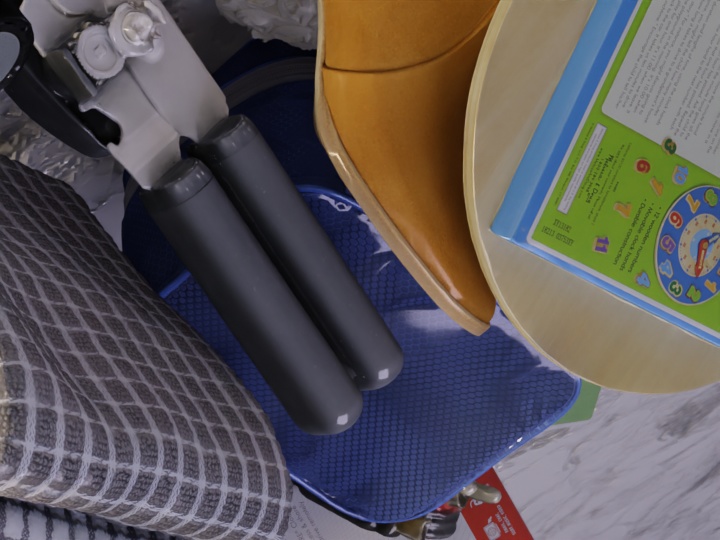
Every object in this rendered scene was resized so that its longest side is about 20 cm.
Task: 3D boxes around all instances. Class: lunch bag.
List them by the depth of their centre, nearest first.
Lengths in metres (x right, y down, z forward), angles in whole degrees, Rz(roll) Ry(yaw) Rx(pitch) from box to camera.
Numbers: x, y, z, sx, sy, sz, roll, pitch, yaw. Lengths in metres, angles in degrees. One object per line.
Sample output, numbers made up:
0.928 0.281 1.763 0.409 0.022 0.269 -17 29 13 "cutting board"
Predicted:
0.000 0.000 0.874 0.136 0.133 0.200 -37 125 26 "lunch bag"

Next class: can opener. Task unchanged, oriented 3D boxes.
-0.058 -0.029 0.745 0.053 0.201 0.066 -45 -164 -32 "can opener"

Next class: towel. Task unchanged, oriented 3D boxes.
-0.127 0.021 0.721 0.086 0.200 0.165 -47 149 14 "towel"

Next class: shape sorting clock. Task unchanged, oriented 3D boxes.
0.120 -0.053 0.739 0.198 0.039 0.202 -7 107 -25 "shape sorting clock"

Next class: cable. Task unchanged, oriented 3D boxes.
-0.023 0.079 0.992 0.097 0.199 0.051 13 101 -58 "cable"

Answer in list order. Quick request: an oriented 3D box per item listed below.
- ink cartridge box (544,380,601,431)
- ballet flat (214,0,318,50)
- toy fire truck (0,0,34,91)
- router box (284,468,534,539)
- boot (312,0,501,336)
0.090 -0.020 1.006 0.145 0.048 0.202 -3 115 -52 "ink cartridge box"
0.039 -0.117 0.830 0.199 0.072 0.072 -16 154 -32 "ballet flat"
-0.196 -0.083 0.544 0.199 0.129 0.176 -25 160 -42 "toy fire truck"
0.015 0.191 1.047 0.179 0.201 0.049 -31 -177 -9 "router box"
0.040 -0.092 0.724 0.143 0.202 0.071 -33 -167 2 "boot"
